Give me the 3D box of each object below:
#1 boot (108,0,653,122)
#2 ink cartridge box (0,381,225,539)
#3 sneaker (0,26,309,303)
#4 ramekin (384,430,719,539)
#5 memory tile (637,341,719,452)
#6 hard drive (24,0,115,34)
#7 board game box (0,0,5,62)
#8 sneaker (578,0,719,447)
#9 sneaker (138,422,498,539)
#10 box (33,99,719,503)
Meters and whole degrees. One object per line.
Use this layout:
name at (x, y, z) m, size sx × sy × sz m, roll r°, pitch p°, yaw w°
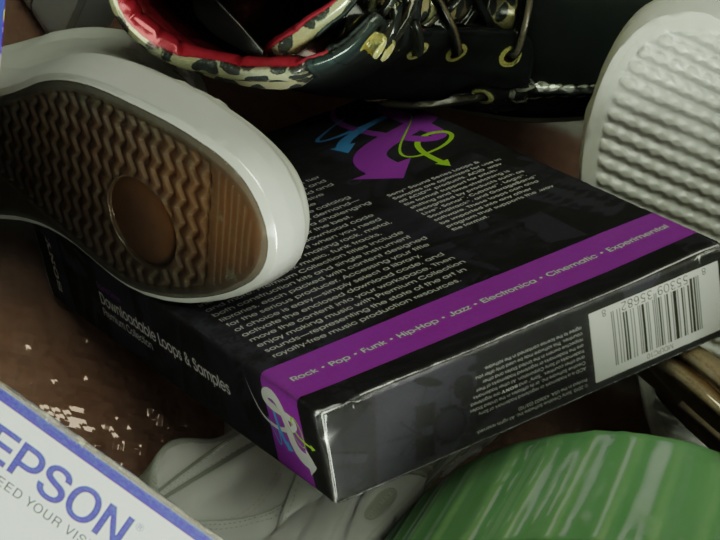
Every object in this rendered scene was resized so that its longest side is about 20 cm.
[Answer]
boot at (0.023, -0.083, 0.768) m, size 0.203 × 0.154 × 0.074 m, roll 6°, pitch 97°, yaw 5°
ink cartridge box at (-0.071, 0.160, 0.671) m, size 0.197 × 0.047 × 0.200 m, roll 36°, pitch 102°, yaw -1°
sneaker at (-0.067, -0.047, 0.756) m, size 0.085 × 0.200 × 0.073 m, roll -26°, pitch 119°, yaw -32°
ramekin at (0.074, 0.146, 0.708) m, size 0.200 × 0.200 × 0.098 m, roll 36°, pitch 32°, yaw -2°
memory tile at (0.157, 0.082, 0.767) m, size 0.017 × 0.153 × 0.200 m, roll -47°, pitch 121°, yaw -2°
hard drive at (-0.134, -0.188, 0.816) m, size 0.027 × 0.132 × 0.200 m, roll -28°, pitch 79°, yaw -28°
board game box at (-0.167, -0.119, 0.740) m, size 0.045 × 0.135 × 0.200 m, roll -14°, pitch 54°, yaw -24°
sneaker at (0.112, -0.023, 0.817) m, size 0.074 × 0.200 × 0.082 m, roll -5°, pitch 42°, yaw 6°
sneaker at (0.003, 0.031, 0.805) m, size 0.099 × 0.078 × 0.200 m, roll 41°, pitch 57°, yaw 8°
box at (0.000, 0.000, 0.759) m, size 0.143 × 0.200 × 0.036 m, roll -21°, pitch 118°, yaw -24°
